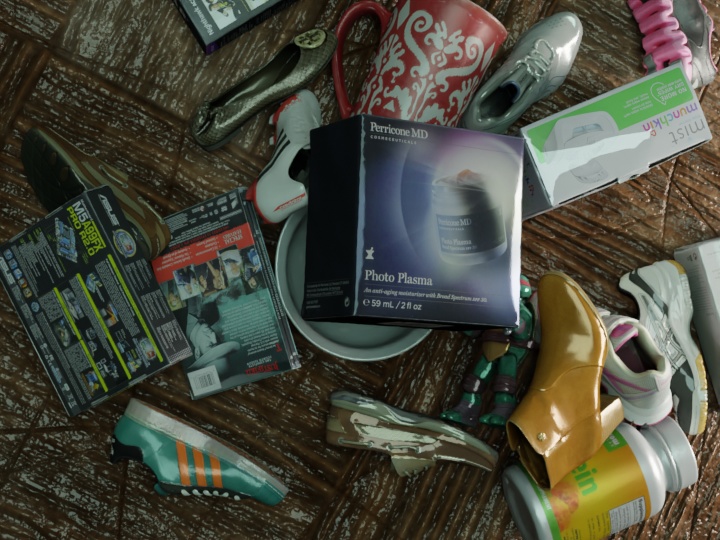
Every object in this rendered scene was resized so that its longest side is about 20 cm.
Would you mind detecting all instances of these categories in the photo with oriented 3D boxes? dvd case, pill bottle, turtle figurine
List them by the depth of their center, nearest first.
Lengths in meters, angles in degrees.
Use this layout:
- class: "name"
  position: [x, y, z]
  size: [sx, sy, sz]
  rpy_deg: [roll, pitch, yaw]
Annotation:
- class: "dvd case"
  position: [-0.153, 0.027, 1.481]
  size: [0.145, 0.022, 0.202]
  rpy_deg: [-19, 86, 31]
- class: "turtle figurine"
  position: [0.148, 0.072, 1.505]
  size: [0.100, 0.150, 0.202]
  rpy_deg: [15, 78, -20]
- class: "pill bottle"
  position: [0.268, 0.236, 1.522]
  size: [0.198, 0.111, 0.112]
  rpy_deg: [-21, 89, -9]

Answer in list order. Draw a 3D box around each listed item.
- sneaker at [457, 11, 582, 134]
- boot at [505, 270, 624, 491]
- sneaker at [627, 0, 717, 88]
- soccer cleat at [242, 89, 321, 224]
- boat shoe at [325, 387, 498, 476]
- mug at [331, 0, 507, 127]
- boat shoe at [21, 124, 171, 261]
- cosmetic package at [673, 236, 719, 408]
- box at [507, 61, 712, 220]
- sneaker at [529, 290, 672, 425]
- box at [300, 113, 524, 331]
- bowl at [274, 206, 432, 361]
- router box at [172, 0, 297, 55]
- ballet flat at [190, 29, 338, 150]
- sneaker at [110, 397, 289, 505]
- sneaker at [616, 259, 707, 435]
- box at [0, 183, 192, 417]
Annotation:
- class: "sneaker"
  position: [0.189, -0.219, 1.562]
  size: [0.074, 0.087, 0.200]
  rpy_deg: [41, 80, -2]
- class: "boot"
  position: [0.201, 0.117, 1.444]
  size: [0.144, 0.071, 0.203]
  rpy_deg: [-32, 106, -35]
- class: "sneaker"
  position: [0.374, -0.304, 1.613]
  size: [0.095, 0.079, 0.202]
  rpy_deg: [-6, 87, -31]
- class: "soccer cleat"
  position: [-0.063, -0.129, 1.482]
  size: [0.069, 0.085, 0.201]
  rpy_deg: [53, 37, -30]
- class: "boat shoe"
  position: [0.054, 0.192, 1.519]
  size: [0.198, 0.076, 0.072]
  rpy_deg: [18, 87, 3]
- class: "mug"
  position: [0.050, -0.206, 1.539]
  size: [0.133, 0.177, 0.201]
  rpy_deg: [28, 85, -43]
- class: "boat shoe"
  position: [-0.287, -0.080, 1.491]
  size: [0.200, 0.076, 0.074]
  rpy_deg: [46, 39, 10]
- class: "cosmetic package"
  position: [0.451, 0.056, 1.582]
  size: [0.112, 0.081, 0.202]
  rpy_deg: [-14, 89, -9]
- class: "box"
  position: [0.257, -0.135, 1.520]
  size: [0.199, 0.176, 0.097]
  rpy_deg: [-22, 89, -9]
- class: "sneaker"
  position: [0.273, 0.077, 1.523]
  size: [0.200, 0.089, 0.081]
  rpy_deg: [38, 57, 21]
- class: "box"
  position: [0.054, -0.044, 1.394]
  size: [0.198, 0.123, 0.201]
  rpy_deg: [4, 84, -28]
- class: "bowl"
  position: [0.000, 0.000, 1.513]
  size: [0.199, 0.090, 0.203]
  rpy_deg: [1, 85, -8]
- class: "router box"
  position: [-0.163, -0.369, 1.538]
  size: [0.148, 0.051, 0.201]
  rpy_deg: [-32, 90, -8]
- class: "ballet flat"
  position: [-0.110, -0.210, 1.526]
  size: [0.199, 0.067, 0.046]
  rpy_deg: [-38, 123, -5]
- class: "sneaker"
  position: [-0.177, 0.216, 1.483]
  size: [0.199, 0.071, 0.080]
  rpy_deg: [27, 86, 0]
- class: "sneaker"
  position: [0.345, 0.093, 1.575]
  size: [0.087, 0.076, 0.202]
  rpy_deg: [-11, 82, 5]
- class: "box"
  position: [-0.287, 0.034, 1.446]
  size: [0.159, 0.044, 0.201]
  rpy_deg: [-28, 89, 29]
